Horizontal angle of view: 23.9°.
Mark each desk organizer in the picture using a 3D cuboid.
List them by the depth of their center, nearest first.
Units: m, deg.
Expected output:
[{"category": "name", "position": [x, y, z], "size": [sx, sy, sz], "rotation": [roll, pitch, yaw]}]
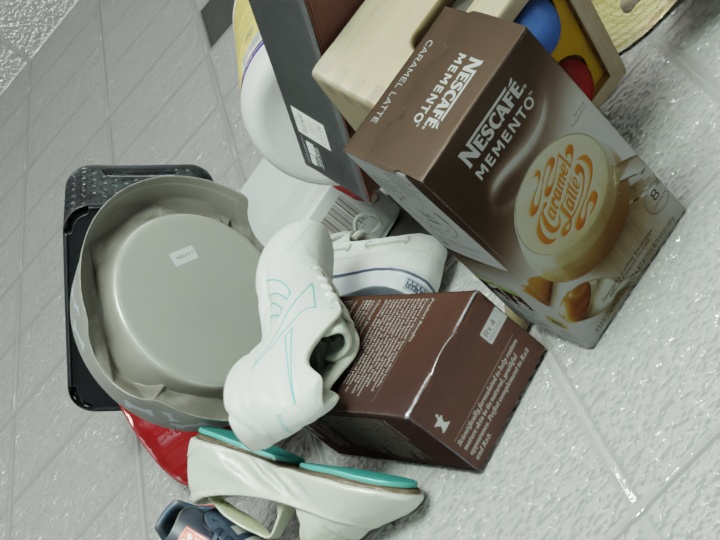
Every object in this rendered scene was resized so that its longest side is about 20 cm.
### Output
[{"category": "desk organizer", "position": [-0.013, -0.152, 1.178], "size": [0.077, 0.201, 0.072], "rotation": [-41, 50, -20]}]

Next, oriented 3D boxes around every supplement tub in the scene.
[{"category": "supplement tub", "position": [-0.026, -0.176, 1.336], "size": [0.145, 0.145, 0.201], "rotation": [-42, 30, 22]}]

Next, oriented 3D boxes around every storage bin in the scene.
[{"category": "storage bin", "position": [-0.194, 0.016, 1.516], "size": [0.094, 0.134, 0.201], "rotation": [-107, 18, -63]}]

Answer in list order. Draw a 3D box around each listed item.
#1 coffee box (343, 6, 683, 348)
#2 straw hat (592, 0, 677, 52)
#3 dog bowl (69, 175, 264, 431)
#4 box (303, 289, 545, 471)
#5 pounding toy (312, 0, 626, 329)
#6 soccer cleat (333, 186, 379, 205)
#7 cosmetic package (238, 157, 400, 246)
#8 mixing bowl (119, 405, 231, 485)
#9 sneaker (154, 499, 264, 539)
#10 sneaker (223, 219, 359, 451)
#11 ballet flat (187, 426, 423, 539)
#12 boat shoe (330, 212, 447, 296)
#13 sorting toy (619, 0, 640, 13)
[{"category": "coffee box", "position": [0.099, -0.055, 1.057], "size": [0.080, 0.200, 0.115], "rotation": [26, 80, 50]}, {"category": "straw hat", "position": [0.188, -0.261, 1.352], "size": [0.201, 0.085, 0.202], "rotation": [-41, 25, 24]}, {"category": "dog bowl", "position": [-0.128, 0.030, 1.284], "size": [0.059, 0.199, 0.201], "rotation": [-42, 22, 49]}, {"category": "box", "position": [0.030, 0.074, 1.186], "size": [0.101, 0.075, 0.200], "rotation": [-59, 22, -17]}, {"category": "pounding toy", "position": [0.084, -0.102, 1.147], "size": [0.142, 0.184, 0.200], "rotation": [31, 80, 36]}, {"category": "soccer cleat", "position": [0.038, -0.140, 1.423], "size": [0.200, 0.076, 0.067], "rotation": [-48, -7, -24]}, {"category": "cosmetic package", "position": [-0.054, -0.040, 1.513], "size": [0.102, 0.074, 0.200], "rotation": [-55, 21, -9]}, {"category": "mixing bowl", "position": [-0.136, 0.066, 1.409], "size": [0.108, 0.201, 0.200], "rotation": [-24, 11, -25]}, {"category": "sneaker", "position": [-0.095, 0.212, 1.205], "size": [0.075, 0.084, 0.200], "rotation": [-57, 23, -10]}, {"category": "sneaker", "position": [-0.034, 0.039, 1.199], "size": [0.080, 0.070, 0.201], "rotation": [-20, 39, 28]}, {"category": "ballet flat", "position": [-0.042, 0.158, 1.178], "size": [0.199, 0.070, 0.070], "rotation": [10, 61, 36]}, {"category": "boat shoe", "position": [-0.003, -0.003, 1.357], "size": [0.201, 0.074, 0.086], "rotation": [-12, 46, 54]}, {"category": "sorting toy", "position": [0.279, -0.268, 1.212], "size": [0.199, 0.037, 0.186], "rotation": [-20, 36, 28]}]
